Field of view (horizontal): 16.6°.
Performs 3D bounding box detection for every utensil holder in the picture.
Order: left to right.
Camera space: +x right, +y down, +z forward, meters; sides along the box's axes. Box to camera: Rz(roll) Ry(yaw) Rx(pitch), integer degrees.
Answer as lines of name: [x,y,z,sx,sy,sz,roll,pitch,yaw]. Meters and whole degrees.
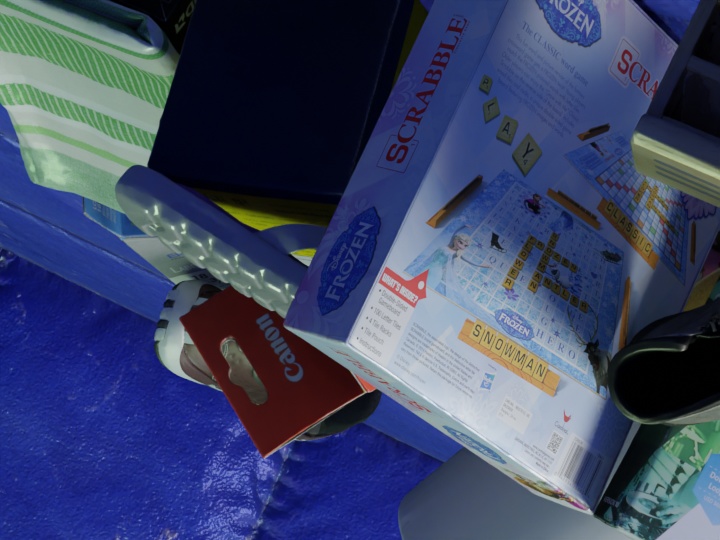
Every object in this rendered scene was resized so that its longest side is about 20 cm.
utensil holder: [0.147,0.137,1.428,0.170,0.200,0.170,46,-163,-18]

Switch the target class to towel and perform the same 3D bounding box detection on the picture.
towel: [-0.136,-0.083,1.265,0.152,0.023,0.200,21,154,22]

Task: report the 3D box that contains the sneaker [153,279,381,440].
sneaker: [-0.023,0.063,1.480,0.115,0.076,0.200,7,170,39]

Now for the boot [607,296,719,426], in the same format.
boot: [0.200,0.024,1.020,0.131,0.199,0.068,11,-122,-85]

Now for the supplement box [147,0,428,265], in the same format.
supplement box: [-0.003,-0.055,1.214,0.108,0.110,0.200,8,163,25]

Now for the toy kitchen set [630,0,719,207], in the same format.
toy kitchen set: [0.173,-0.026,0.882,0.180,0.164,0.200,25,171,15]

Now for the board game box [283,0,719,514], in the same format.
board game box: [0.077,-0.022,1.069,0.041,0.200,0.200,16,166,43]

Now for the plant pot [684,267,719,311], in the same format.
plant pot: [0.243,0.071,1.262,0.199,0.028,0.201,5,128,7]

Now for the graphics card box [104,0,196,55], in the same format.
graphics card box: [-0.131,-0.116,1.286,0.125,0.051,0.200,26,155,14]

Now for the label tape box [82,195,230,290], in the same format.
label tape box: [-0.096,-0.069,1.475,0.063,0.145,0.200,-12,157,17]

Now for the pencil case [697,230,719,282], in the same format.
pencil case: [0.240,0.045,1.375,0.200,0.083,0.087,36,-156,-47]

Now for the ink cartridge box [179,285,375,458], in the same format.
ink cartridge box: [0.000,0.000,1.337,0.109,0.200,0.050,56,179,29]

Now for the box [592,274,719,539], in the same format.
box: [0.214,0.059,1.129,0.144,0.201,0.036,29,175,-18]

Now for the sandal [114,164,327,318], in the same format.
sandal: [-0.017,-0.001,1.120,0.202,0.050,0.082,30,170,0]
